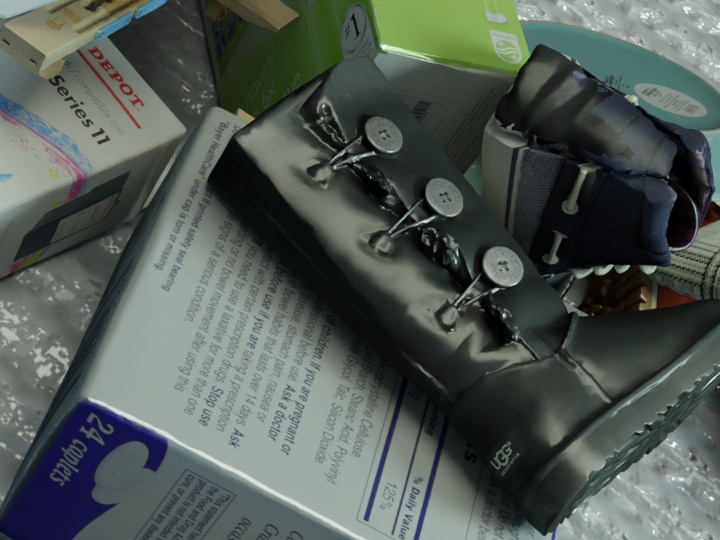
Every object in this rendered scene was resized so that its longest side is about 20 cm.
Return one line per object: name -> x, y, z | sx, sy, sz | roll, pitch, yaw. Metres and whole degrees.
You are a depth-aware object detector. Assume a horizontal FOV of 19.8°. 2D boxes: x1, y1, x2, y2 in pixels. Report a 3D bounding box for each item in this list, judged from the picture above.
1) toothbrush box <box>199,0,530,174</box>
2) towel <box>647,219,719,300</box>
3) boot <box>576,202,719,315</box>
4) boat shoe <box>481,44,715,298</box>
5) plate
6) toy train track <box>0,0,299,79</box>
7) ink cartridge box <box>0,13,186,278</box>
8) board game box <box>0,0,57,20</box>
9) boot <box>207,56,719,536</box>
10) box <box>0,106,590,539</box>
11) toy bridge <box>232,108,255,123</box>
toothbrush box -> -0.006, -0.128, 1.001 | 0.086, 0.146, 0.201 | 9, 51, -27
towel -> 0.264, 0.007, 0.997 | 0.192, 0.035, 0.200 | 19, 17, 32
boot -> 0.161, 0.028, 1.037 | 0.107, 0.075, 0.200 | 34, 41, -11
boat shoe -> 0.108, -0.018, 0.947 | 0.092, 0.200, 0.075 | 29, 72, 17
plate -> 0.132, -0.094, 1.096 | 0.199, 0.026, 0.200 | 16, 24, -7
toy train track -> -0.101, -0.119, 0.917 | 0.114, 0.033, 0.200 | 36, 32, 7
ink cartridge box -> -0.161, -0.065, 0.900 | 0.117, 0.067, 0.200 | 49, 44, 13
board game box -> -0.111, -0.181, 0.901 | 0.199, 0.041, 0.200 | -19, 31, -1
boot -> 0.055, -0.007, 0.853 | 0.200, 0.066, 0.165 | 45, 40, 15
box -> -0.020, 0.063, 0.858 | 0.199, 0.105, 0.184 | 29, 43, -9
toy bridge -> 0.000, 0.000, 0.950 | 0.200, 0.067, 0.027 | 32, 43, -18
